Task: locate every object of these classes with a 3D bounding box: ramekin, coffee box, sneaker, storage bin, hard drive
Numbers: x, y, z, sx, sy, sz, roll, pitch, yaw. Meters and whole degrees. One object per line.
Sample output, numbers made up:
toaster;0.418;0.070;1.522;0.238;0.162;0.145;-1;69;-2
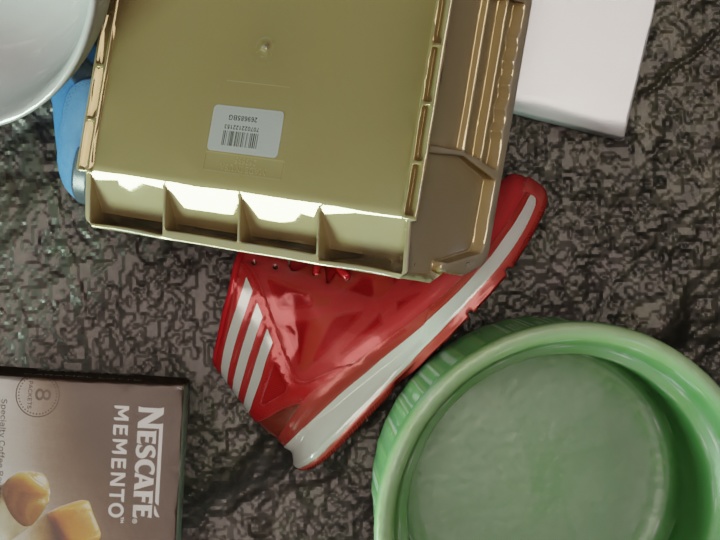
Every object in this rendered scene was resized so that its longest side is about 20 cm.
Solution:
ramekin;0.098;0.119;0.944;0.198;0.098;0.202;-1;98;-8
coffee box;-0.151;0.155;0.967;0.113;0.080;0.202;4;89;-2
sneaker;-0.148;-0.137;0.988;0.078;0.066;0.202;8;90;16
sneaker;0.000;0.000;0.973;0.115;0.078;0.200;43;88;0
storage bin;-0.027;-0.105;0.926;0.199;0.094;0.200;9;90;26
hard drive;0.063;-0.160;1.001;0.198;0.027;0.133;14;89;1

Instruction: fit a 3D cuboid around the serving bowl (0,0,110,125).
serving bowl;-0.205;-0.176;0.930;0.199;0.066;0.202;10;116;21
